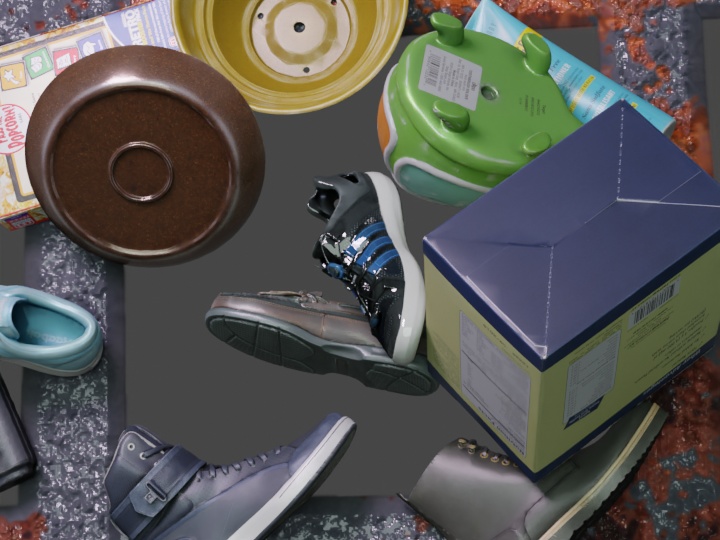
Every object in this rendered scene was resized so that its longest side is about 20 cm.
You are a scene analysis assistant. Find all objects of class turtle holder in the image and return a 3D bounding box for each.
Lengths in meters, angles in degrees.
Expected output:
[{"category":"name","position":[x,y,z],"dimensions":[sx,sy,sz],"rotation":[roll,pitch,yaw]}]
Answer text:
[{"category":"turtle holder","position":[0.100,-0.118,1.486],"dimensions":[0.185,0.132,0.141],"rotation":[-5,61,-29]}]

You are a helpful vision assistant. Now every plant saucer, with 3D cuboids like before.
[{"category":"plant saucer","position":[-0.178,-0.085,1.497],"dimensions":[0.200,0.035,0.201],"rotation":[0,117,0]}]

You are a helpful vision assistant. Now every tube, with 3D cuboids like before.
[{"category":"tube","position":[0.167,-0.152,1.533],"dimensions":[0.200,0.050,0.078],"rotation":[31,78,16]}]

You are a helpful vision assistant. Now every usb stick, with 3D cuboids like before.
[{"category":"usb stick","position":[-0.331,0.090,1.535],"dimensions":[0.055,0.033,0.200],"rotation":[-25,77,-4]}]

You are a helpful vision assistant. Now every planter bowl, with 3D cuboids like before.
[{"category":"planter bowl","position":[-0.056,-0.217,1.546],"dimensions":[0.200,0.083,0.201],"rotation":[-1,78,5]}]

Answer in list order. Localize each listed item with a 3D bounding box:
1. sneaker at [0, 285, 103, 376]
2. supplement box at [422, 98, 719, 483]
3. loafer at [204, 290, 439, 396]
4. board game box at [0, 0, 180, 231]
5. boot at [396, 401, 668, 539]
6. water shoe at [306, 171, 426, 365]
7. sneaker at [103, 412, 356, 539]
[{"category":"sneaker","position":[-0.307,0.035,1.496],"dimensions":[0.199,0.082,0.074],"rotation":[7,67,-11]},{"category":"supplement box","position":[0.165,0.019,1.382],"dimensions":[0.200,0.200,0.134],"rotation":[-34,62,-17]},{"category":"loafer","position":[-0.026,0.049,1.504],"dimensions":[0.199,0.072,0.063],"rotation":[16,60,2]},{"category":"board game box","position":[-0.230,-0.136,1.565],"dimensions":[0.199,0.046,0.152],"rotation":[-16,77,2]},{"category":"boot","position":[0.137,0.153,1.458],"dimensions":[0.138,0.077,0.200],"rotation":[40,84,17]},{"category":"water shoe","position":[0.000,0.000,1.468],"dimensions":[0.079,0.072,0.200],"rotation":[1,42,-14]},{"category":"sneaker","position":[-0.114,0.155,1.477],"dimensions":[0.202,0.077,0.146],"rotation":[-44,80,-3]}]
